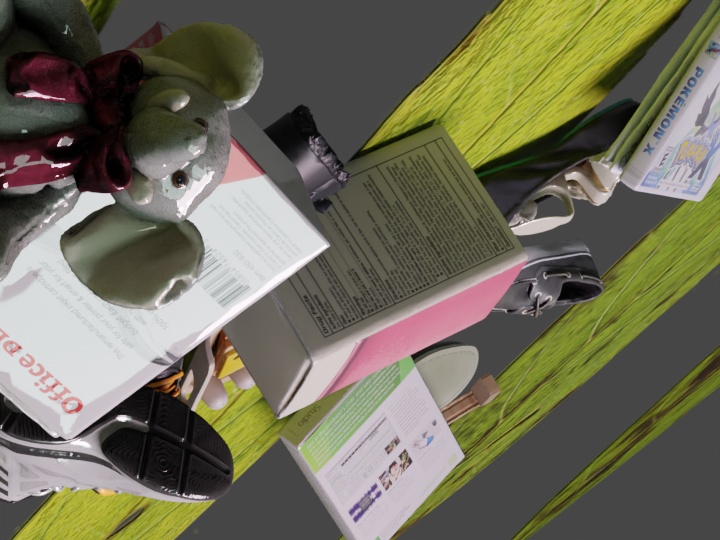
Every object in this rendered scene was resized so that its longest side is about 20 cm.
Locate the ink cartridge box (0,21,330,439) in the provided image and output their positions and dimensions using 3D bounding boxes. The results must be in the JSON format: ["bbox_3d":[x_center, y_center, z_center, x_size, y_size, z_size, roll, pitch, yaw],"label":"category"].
[{"bbox_3d":[-0.142,-0.020,1.247,0.200,0.083,0.147,-36,128,10],"label":"ink cartridge box"}]

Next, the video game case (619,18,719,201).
[{"bbox_3d":[0.297,-0.141,1.807,0.183,0.022,0.200,-58,159,12],"label":"video game case"}]

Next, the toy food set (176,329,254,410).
[{"bbox_3d":[-0.060,0.065,1.809,0.199,0.061,0.144,-26,163,-27],"label":"toy food set"}]

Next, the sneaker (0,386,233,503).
[{"bbox_3d":[-0.199,0.134,1.616,0.199,0.076,0.115,20,147,-20],"label":"sneaker"}]

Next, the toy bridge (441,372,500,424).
[{"bbox_3d":[0.069,0.171,2.437,0.199,0.027,0.067,-23,164,-32],"label":"toy bridge"}]

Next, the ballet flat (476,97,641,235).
[{"bbox_3d":[0.169,-0.075,1.833,0.199,0.073,0.073,-27,163,-23],"label":"ballet flat"}]

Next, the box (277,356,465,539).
[{"bbox_3d":[0.013,0.164,2.069,0.144,0.036,0.200,-46,139,-16],"label":"box"}]

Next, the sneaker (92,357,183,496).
[{"bbox_3d":[-0.170,0.096,1.657,0.078,0.077,0.200,-17,156,-40],"label":"sneaker"}]

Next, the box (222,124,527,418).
[{"bbox_3d":[0.000,0.000,1.613,0.199,0.128,0.109,-24,163,-27],"label":"box"}]

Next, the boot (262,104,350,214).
[{"bbox_3d":[-0.092,-0.045,1.405,0.162,0.074,0.198,-32,171,2],"label":"boot"}]

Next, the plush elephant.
[{"bbox_3d":[-0.132,-0.067,1.082,0.154,0.166,0.200,8,179,0],"label":"plush elephant"}]

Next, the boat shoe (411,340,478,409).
[{"bbox_3d":[0.030,0.111,2.130,0.201,0.060,0.072,-24,127,-37],"label":"boat shoe"}]

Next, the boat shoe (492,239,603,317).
[{"bbox_3d":[0.170,0.013,2.115,0.199,0.057,0.069,-15,156,-50],"label":"boat shoe"}]

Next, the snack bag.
[{"bbox_3d":[0.284,-0.150,1.824,0.189,0.021,0.200,-56,160,9],"label":"snack bag"}]
